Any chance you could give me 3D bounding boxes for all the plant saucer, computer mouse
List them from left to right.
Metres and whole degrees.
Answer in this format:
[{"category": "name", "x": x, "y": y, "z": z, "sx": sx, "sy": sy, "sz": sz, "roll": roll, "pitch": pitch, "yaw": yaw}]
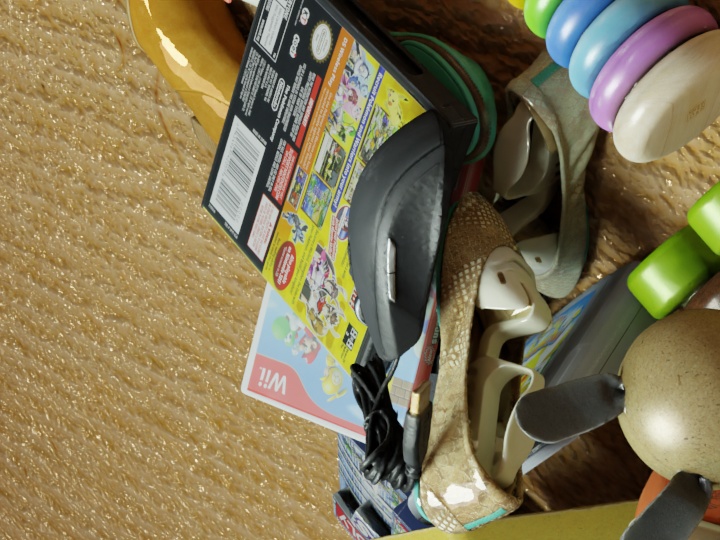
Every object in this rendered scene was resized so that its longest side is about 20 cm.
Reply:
[{"category": "computer mouse", "x": 0.015, "y": 0.020, "z": 1.131, "sx": 0.140, "sy": 0.046, "sz": 0.200, "roll": -104, "pitch": 22, "yaw": -58}, {"category": "plant saucer", "x": 0.097, "y": 0.181, "z": 1.321, "sx": 0.200, "sy": 0.200, "sz": 0.049, "roll": -25, "pitch": 72, "yaw": 61}]

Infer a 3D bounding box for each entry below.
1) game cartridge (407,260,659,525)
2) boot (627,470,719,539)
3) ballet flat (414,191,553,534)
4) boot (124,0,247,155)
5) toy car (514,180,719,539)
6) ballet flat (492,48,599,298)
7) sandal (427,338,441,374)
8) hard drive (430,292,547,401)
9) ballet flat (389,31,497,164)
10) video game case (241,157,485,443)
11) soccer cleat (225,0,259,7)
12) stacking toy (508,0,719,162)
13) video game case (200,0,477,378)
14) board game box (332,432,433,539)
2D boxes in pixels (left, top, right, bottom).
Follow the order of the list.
[{"category": "game cartridge", "x": 0.109, "y": 0.072, "z": 1.253, "sx": 0.040, "sy": 0.133, "sz": 0.200, "roll": 43, "pitch": 143, "yaw": -2}, {"category": "boot", "x": 0.256, "y": 0.145, "z": 1.178, "sx": 0.200, "sy": 0.107, "sz": 0.075, "roll": 16, "pitch": 141, "yaw": 10}, {"category": "ballet flat", "x": 0.076, "y": 0.048, "z": 1.159, "sx": 0.065, "sy": 0.200, "sz": 0.070, "roll": -10, "pitch": 157, "yaw": 37}, {"category": "boot", "x": -0.076, "y": -0.124, "z": 1.398, "sx": 0.144, "sy": 0.071, "sz": 0.201, "roll": 34, "pitch": 155, "yaw": 40}, {"category": "toy car", "x": 0.178, "y": 0.069, "z": 1.083, "sx": 0.164, "sy": 0.200, "sz": 0.158, "roll": 50, "pitch": 150, "yaw": 10}, {"category": "ballet flat", "x": 0.098, "y": -0.049, "z": 1.224, "sx": 0.067, "sy": 0.062, "sz": 0.200, "roll": 38, "pitch": 147, "yaw": 30}, {"category": "sandal", "x": 0.020, "y": 0.058, "z": 1.347, "sx": 0.200, "sy": 0.075, "sz": 0.045, "roll": 7, "pitch": 114, "yaw": 49}, {"category": "hard drive", "x": 0.044, "y": 0.014, "z": 1.389, "sx": 0.135, "sy": 0.042, "sz": 0.200, "roll": 54, "pitch": 150, "yaw": 4}, {"category": "ballet flat", "x": 0.032, "y": -0.113, "z": 1.256, "sx": 0.200, "sy": 0.070, "sz": 0.067, "roll": 27, "pitch": 111, "yaw": 47}, {"category": "video game case", "x": 0.000, "y": 0.000, "z": 1.310, "sx": 0.143, "sy": 0.017, "sz": 0.200, "roll": 18, "pitch": 97, "yaw": 42}, {"category": "soccer cleat", "x": -0.088, "y": -0.232, "z": 1.315, "sx": 0.200, "sy": 0.069, "sz": 0.078, "roll": 43, "pitch": 142, "yaw": 24}, {"category": "stacking toy", "x": 0.110, "y": -0.152, "z": 1.093, "sx": 0.200, "sy": 0.085, "sz": 0.085, "roll": 50, "pitch": 151, "yaw": 20}, {"category": "video game case", "x": -0.019, "y": -0.063, "z": 1.258, "sx": 0.181, "sy": 0.025, "sz": 0.200, "roll": 48, "pitch": 135, "yaw": 33}, {"category": "board game box", "x": 0.046, "y": 0.208, "z": 1.545, "sx": 0.200, "sy": 0.062, "sz": 0.200, "roll": 45, "pitch": 157, "yaw": 25}]
